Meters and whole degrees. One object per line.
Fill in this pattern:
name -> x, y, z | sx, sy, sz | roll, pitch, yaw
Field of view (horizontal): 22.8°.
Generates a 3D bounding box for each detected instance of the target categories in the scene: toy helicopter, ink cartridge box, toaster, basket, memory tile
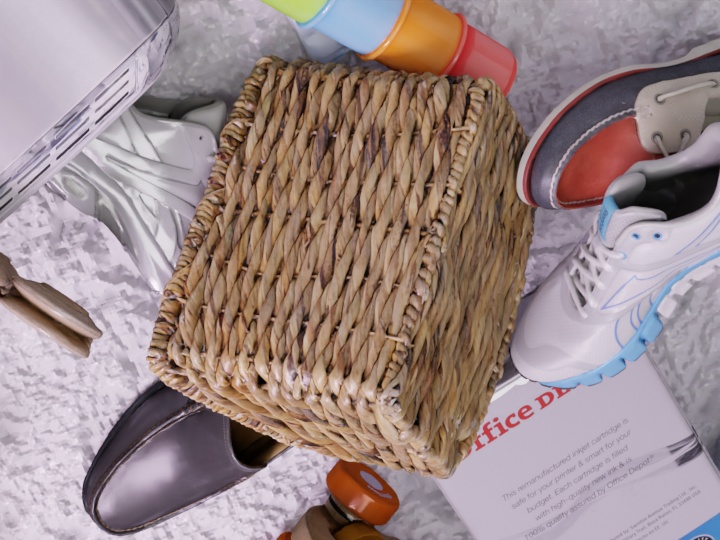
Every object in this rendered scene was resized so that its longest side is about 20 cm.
toy helicopter -> 0.043, 0.208, 1.080 | 0.200, 0.132, 0.079 | 34, 101, -22
ink cartridge box -> 0.130, 0.122, 1.090 | 0.146, 0.086, 0.200 | -33, 113, 2
toaster -> -0.181, -0.109, 0.868 | 0.200, 0.114, 0.129 | -41, 104, 9
basket -> 0.000, 0.000, 0.974 | 0.143, 0.149, 0.200 | 49, 53, -58
memory tile -> -0.212, -0.021, 0.877 | 0.200, 0.153, 0.017 | 35, 87, -6

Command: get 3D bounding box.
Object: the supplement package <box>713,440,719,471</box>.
supplement package -> 0.309, 0.063, 1.092 | 0.114, 0.110, 0.200 | 7, 109, -15

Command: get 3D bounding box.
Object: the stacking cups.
stacking cups -> -0.007, -0.142, 0.959 | 0.200, 0.061, 0.061 | 29, 103, -27

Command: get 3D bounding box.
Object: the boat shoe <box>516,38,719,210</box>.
boat shoe -> 0.175, -0.077, 0.994 | 0.200, 0.063, 0.071 | -24, 136, -29

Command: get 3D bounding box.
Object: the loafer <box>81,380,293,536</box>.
loafer -> -0.080, 0.091, 1.041 | 0.200, 0.072, 0.073 | -40, 115, 6

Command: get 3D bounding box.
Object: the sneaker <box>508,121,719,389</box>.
sneaker -> 0.142, -0.014, 0.951 | 0.087, 0.075, 0.200 | 21, 126, -42

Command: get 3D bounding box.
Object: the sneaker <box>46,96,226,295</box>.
sneaker -> -0.097, -0.044, 0.984 | 0.099, 0.078, 0.200 | -43, 114, 3

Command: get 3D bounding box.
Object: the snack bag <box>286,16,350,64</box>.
snack bag -> 0.010, -0.233, 0.960 | 0.188, 0.021, 0.200 | -31, 117, 2
